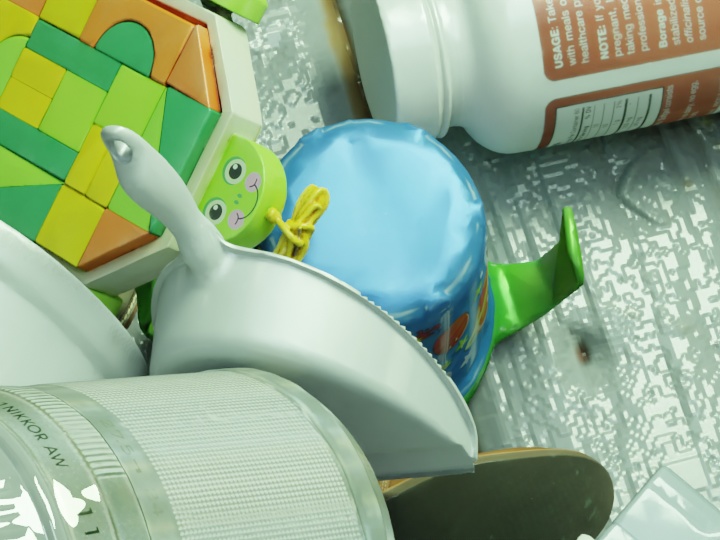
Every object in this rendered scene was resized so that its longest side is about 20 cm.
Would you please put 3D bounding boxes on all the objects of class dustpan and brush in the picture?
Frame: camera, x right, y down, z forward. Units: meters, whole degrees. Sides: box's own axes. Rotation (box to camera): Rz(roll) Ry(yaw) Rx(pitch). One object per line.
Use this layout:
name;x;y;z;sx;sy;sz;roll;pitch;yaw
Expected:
dustpan and brush;-0.050;0.016;1.146;0.139;0.200;0.057;-7;55;35

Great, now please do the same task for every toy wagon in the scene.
toy wagon;-0.096;-0.058;1.205;0.200;0.040;0.155;29;95;38

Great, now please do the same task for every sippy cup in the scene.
sippy cup;0.000;0.000;1.242;0.178;0.130;0.140;-40;77;-18

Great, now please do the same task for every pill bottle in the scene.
pill bottle;0.101;-0.117;1.307;0.199;0.112;0.112;-11;70;-10

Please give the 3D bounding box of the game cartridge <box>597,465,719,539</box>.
game cartridge;0.121;0.198;1.228;0.133;0.042;0.200;38;70;14

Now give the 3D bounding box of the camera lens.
camera lens;-0.098;0.121;1.065;0.200;0.160;0.160;-3;64;-44

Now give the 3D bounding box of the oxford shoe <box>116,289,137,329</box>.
oxford shoe;-0.126;-0.064;1.285;0.071;0.074;0.201;0;69;-5

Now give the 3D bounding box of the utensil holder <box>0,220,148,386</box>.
utensil holder;-0.212;0.079;1.171;0.170;0.170;0.200;31;70;7

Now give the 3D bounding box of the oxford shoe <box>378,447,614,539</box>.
oxford shoe;0.012;0.111;1.232;0.199;0.071;0.072;-13;115;-11

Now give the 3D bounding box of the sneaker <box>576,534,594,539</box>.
sneaker;0.136;0.154;1.189;0.200;0.074;0.116;-24;76;-13
